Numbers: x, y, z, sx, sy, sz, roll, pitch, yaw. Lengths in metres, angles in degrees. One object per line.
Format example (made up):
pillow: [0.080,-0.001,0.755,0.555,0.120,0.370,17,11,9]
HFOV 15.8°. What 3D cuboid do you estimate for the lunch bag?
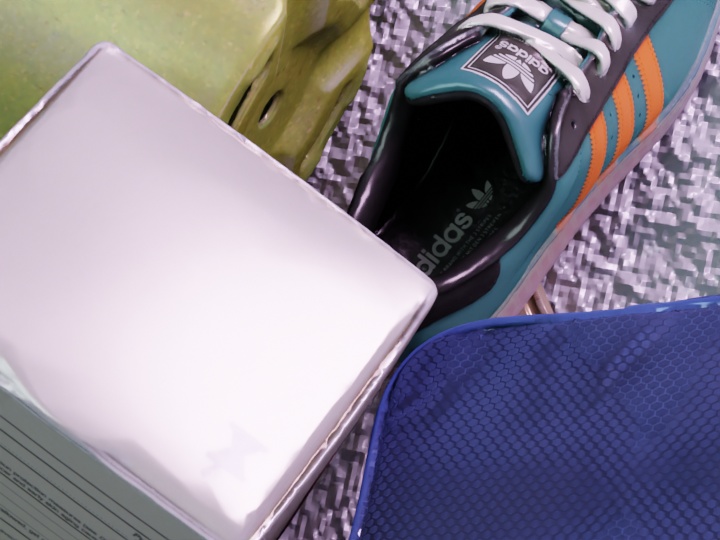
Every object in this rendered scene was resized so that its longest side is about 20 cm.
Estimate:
lunch bag: [0.108,0.095,0.735,0.200,0.132,0.136,-6,52,30]

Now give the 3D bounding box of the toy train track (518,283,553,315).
toy train track: [0.000,0.000,0.884,0.200,0.033,0.115,-32,64,23]

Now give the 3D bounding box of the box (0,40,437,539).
box: [-0.078,0.046,0.796,0.128,0.200,0.109,37,60,3]

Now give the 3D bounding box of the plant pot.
plant pot: [-0.098,-0.096,0.879,0.184,0.200,0.201,30,96,13]

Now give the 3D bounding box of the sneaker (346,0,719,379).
sneaker: [0.057,-0.058,0.809,0.071,0.080,0.200,29,78,14]
